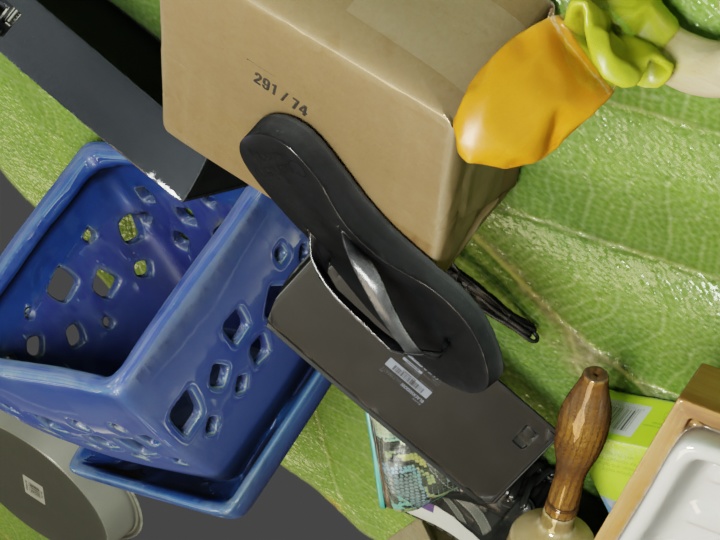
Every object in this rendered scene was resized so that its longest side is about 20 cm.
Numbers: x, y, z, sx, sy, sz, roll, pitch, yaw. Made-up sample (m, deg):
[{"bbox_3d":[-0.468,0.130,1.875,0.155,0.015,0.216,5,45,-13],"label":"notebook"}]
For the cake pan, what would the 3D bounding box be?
[{"bbox_3d":[-0.285,0.183,2.160,0.200,0.037,0.201,29,149,19],"label":"cake pan"}]

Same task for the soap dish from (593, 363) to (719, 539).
[{"bbox_3d":[0.222,0.153,1.400,0.157,0.081,0.200,21,133,-3],"label":"soap dish"}]

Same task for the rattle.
[{"bbox_3d":[0.152,-0.112,1.130,0.200,0.143,0.131,17,126,46],"label":"rattle"}]

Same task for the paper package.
[{"bbox_3d":[-0.008,-0.112,1.349,0.200,0.104,0.191,31,152,14],"label":"paper package"}]

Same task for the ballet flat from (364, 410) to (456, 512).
[{"bbox_3d":[0.025,0.060,1.582,0.074,0.074,0.201,4,114,47],"label":"ballet flat"}]

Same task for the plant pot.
[{"bbox_3d":[-0.130,0.047,1.630,0.200,0.200,0.180,9,146,43],"label":"plant pot"}]

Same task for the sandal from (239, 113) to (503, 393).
[{"bbox_3d":[-0.001,0.000,1.348,0.200,0.043,0.076,46,152,-13],"label":"sandal"}]

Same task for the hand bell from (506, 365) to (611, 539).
[{"bbox_3d":[0.125,0.141,1.493,0.104,0.104,0.201,27,130,23],"label":"hand bell"}]

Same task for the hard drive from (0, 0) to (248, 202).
[{"bbox_3d":[-0.154,-0.122,1.495,0.200,0.042,0.135,40,-164,9],"label":"hard drive"}]

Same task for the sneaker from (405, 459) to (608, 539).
[{"bbox_3d":[0.090,0.144,1.630,0.199,0.076,0.088,19,140,33],"label":"sneaker"}]

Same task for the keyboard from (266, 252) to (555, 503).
[{"bbox_3d":[0.047,0.049,1.530,0.200,0.021,0.127,40,111,-9],"label":"keyboard"}]

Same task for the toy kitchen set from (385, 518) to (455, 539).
[{"bbox_3d":[0.156,0.246,1.715,0.163,0.180,0.200,17,-138,-57],"label":"toy kitchen set"}]

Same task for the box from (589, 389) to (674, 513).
[{"bbox_3d":[0.222,0.167,1.531,0.122,0.048,0.200,9,139,43],"label":"box"}]
